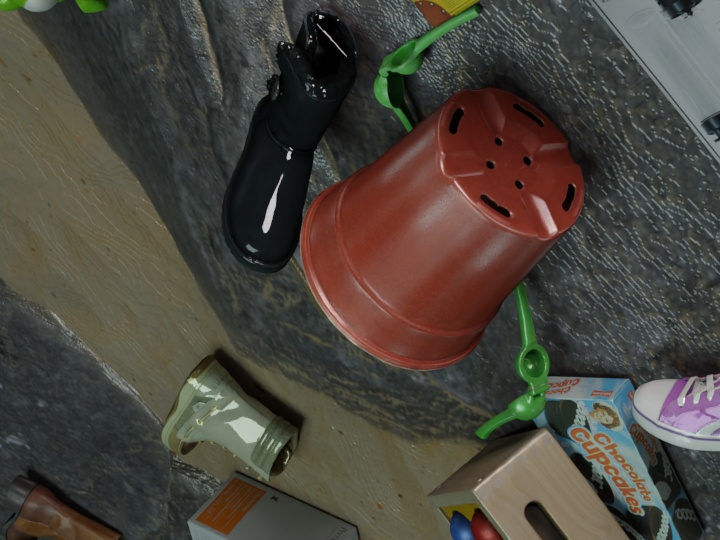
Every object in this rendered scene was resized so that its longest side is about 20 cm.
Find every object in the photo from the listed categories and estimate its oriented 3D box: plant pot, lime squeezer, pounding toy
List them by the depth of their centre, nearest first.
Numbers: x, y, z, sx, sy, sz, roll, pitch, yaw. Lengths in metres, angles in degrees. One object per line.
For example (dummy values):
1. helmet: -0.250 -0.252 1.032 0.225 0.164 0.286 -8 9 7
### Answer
1. plant pot: 0.080 -0.046 1.406 0.201 0.201 0.195 45 137 -1
2. lime squeezer: 0.048 -0.168 1.428 0.071 0.038 0.200 34 143 13
3. lime squeezer: 0.155 0.095 1.552 0.071 0.038 0.200 -122 32 -50
4. pounding toy: 0.171 0.283 1.619 0.200 0.142 0.184 53 162 0

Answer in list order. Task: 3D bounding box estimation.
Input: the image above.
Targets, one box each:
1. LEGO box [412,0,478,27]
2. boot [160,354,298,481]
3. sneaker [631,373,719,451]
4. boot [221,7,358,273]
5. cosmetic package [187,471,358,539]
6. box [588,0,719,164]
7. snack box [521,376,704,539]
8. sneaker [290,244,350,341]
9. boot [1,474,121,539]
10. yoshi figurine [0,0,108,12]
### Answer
1. LEGO box: 0.126 -0.273 1.147 0.077 0.149 0.200 51 144 -10
2. boot: -0.159 0.204 1.990 0.155 0.072 0.200 36 144 7
3. sneaker: 0.330 0.099 1.403 0.200 0.073 0.115 8 128 26
4. boot: -0.064 -0.119 1.468 0.076 0.201 0.168 16 149 -12
5. cosmetic package: -0.109 0.343 2.053 0.200 0.101 0.071 19 137 29
6. box: 0.272 -0.166 1.190 0.200 0.060 0.117 49 144 -7
7. snack box: 0.249 0.192 1.598 0.116 0.037 0.200 -3 124 47
8. sneaker: 0.000 0.000 1.635 0.070 0.108 0.200 61 172 -27
9. boot: -0.456 0.417 2.529 0.200 0.069 0.189 28 135 10
10. yoshi figurine: -0.277 -0.304 1.588 0.200 0.113 0.112 -7 163 32
